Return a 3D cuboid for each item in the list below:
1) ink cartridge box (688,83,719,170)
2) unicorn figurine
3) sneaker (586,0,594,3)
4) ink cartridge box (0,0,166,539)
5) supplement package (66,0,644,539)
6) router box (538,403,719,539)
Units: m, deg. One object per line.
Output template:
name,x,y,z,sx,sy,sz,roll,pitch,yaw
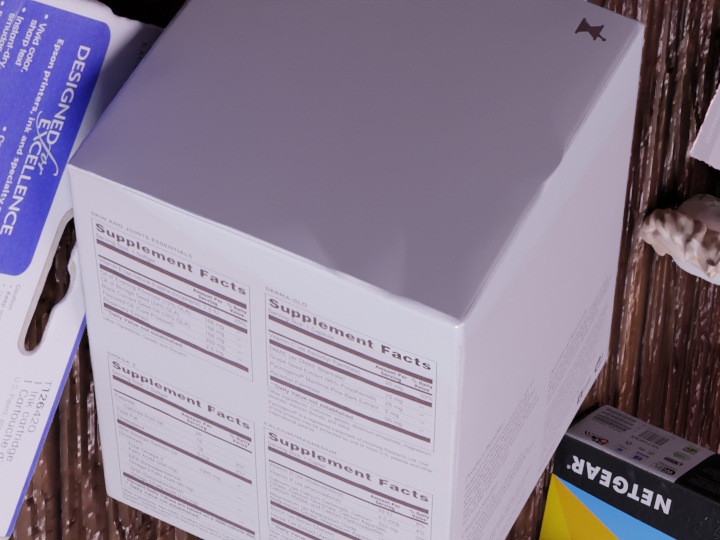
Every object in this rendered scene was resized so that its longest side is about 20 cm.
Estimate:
ink cartridge box,0.226,-0.116,1.489,0.200,0.050,0.161,19,95,-55
unicorn figurine,0.219,-0.003,1.492,0.200,0.137,0.074,30,78,-41
sneaker,0.022,-0.135,1.138,0.115,0.076,0.201,-36,131,-27
ink cartridge box,-0.158,-0.009,0.954,0.200,0.047,0.198,12,99,-62
supplement package,0.000,0.000,1.051,0.152,0.150,0.200,-57,161,-33
router box,0.184,0.175,1.463,0.051,0.200,0.149,-26,132,-50
